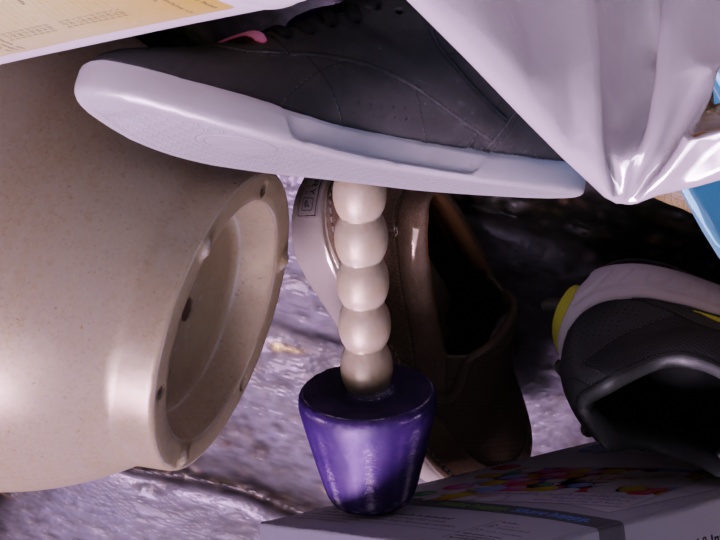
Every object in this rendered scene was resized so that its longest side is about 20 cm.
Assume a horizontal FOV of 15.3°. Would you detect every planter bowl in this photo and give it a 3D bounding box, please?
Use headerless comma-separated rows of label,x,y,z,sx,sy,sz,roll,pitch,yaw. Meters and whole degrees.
planter bowl,-0.109,0.000,1.016,0.134,0.201,0.201,19,148,16

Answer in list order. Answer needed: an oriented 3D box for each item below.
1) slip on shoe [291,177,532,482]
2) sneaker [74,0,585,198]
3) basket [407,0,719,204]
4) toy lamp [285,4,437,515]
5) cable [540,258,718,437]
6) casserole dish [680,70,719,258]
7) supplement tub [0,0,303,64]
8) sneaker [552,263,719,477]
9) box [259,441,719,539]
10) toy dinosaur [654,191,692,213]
slip on shoe,0.039,0.027,1.134,0.060,0.076,0.200,1,137,32
sneaker,-0.006,-0.084,0.937,0.199,0.100,0.071,6,176,-29
basket,0.079,-0.131,0.723,0.135,0.124,0.200,-16,140,31
toy lamp,0.000,0.000,1.037,0.058,0.058,0.201,4,115,18
cable,0.171,0.021,1.116,0.199,0.050,0.097,-11,122,17
casserole dish,0.144,-0.069,0.912,0.121,0.039,0.201,-7,116,57
supplement tub,-0.078,-0.147,0.859,0.199,0.145,0.144,-8,140,31
sneaker,0.172,0.053,1.056,0.199,0.085,0.075,5,121,8
box,0.084,0.107,1.089,0.199,0.041,0.156,-8,-175,-37
toy dinosaur,0.169,-0.024,1.016,0.199,0.058,0.101,16,148,0
